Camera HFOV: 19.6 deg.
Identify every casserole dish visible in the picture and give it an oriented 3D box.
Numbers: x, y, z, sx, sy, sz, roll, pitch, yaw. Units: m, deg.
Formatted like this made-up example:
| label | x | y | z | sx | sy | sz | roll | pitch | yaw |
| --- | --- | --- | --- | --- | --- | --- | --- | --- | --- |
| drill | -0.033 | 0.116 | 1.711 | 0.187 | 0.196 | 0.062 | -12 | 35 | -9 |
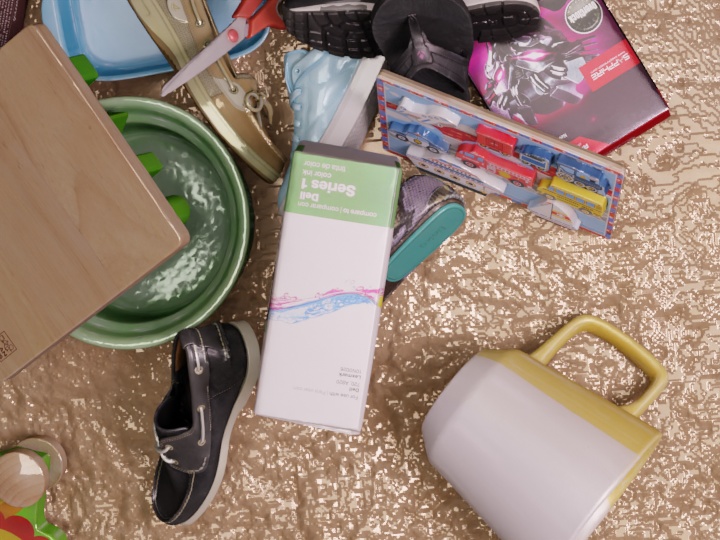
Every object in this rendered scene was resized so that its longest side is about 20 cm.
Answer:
| label | x | y | z | sx | sy | sz | roll | pitch | yaw |
| --- | --- | --- | --- | --- | --- | --- | --- | --- | --- |
| casserole dish | -0.161 | -0.222 | 1.708 | 0.199 | 0.039 | 0.121 | -10 | 90 | 7 |

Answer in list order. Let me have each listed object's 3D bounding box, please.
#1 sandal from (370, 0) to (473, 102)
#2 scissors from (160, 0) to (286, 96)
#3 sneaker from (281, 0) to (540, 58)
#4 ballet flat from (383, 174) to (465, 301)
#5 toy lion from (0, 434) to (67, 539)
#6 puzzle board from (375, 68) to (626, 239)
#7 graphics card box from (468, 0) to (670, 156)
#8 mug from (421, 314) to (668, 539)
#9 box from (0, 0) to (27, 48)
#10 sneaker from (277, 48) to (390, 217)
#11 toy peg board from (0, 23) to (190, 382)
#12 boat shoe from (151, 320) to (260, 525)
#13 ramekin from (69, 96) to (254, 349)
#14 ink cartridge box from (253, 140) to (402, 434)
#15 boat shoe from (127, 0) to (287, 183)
| label | x | y | z | sx | sy | sz | roll | pitch | yaw |
| --- | --- | --- | --- | --- | --- | --- | --- | --- | --- |
| sandal | 0.057 | -0.150 | 1.609 | 0.075 | 0.201 | 0.048 | -13 | 57 | 3 |
| scissors | -0.090 | -0.185 | 1.633 | 0.014 | 0.200 | 0.073 | -12 | 130 | 43 |
| sneaker | 0.037 | -0.223 | 1.628 | 0.199 | 0.076 | 0.088 | -4 | 68 | 0 |
| ballet flat | 0.000 | 0.000 | 1.689 | 0.072 | 0.072 | 0.200 | 43 | 95 | 4 |
| toy lion | -0.330 | 0.227 | 1.731 | 0.200 | 0.069 | 0.192 | 11 | 100 | 6 |
| puzzle board | 0.105 | -0.084 | 1.610 | 0.200 | 0.151 | 0.017 | 23 | 73 | 10 |
| graphics card box | 0.145 | -0.178 | 1.669 | 0.125 | 0.051 | 0.200 | -31 | 87 | 7 |
| mug | 0.141 | 0.134 | 1.651 | 0.153 | 0.187 | 0.150 | 38 | 128 | 13 |
| box | -0.368 | -0.226 | 1.650 | 0.166 | 0.200 | 0.165 | 10 | 93 | 5 |
| sneaker | -0.033 | -0.136 | 1.684 | 0.082 | 0.074 | 0.200 | 25 | 84 | 11 |
| toy peg board | -0.244 | -0.055 | 1.608 | 0.199 | 0.098 | 0.200 | -36 | 86 | 22 |
| boat shoe | -0.141 | 0.124 | 1.667 | 0.072 | 0.067 | 0.200 | 51 | 134 | 39 |
| ramekin | -0.180 | -0.038 | 1.684 | 0.199 | 0.098 | 0.201 | 0 | 91 | 7 |
| ink cartridge box | -0.024 | 0.009 | 1.576 | 0.084 | 0.145 | 0.201 | 9 | 96 | -1 |
| boat shoe | -0.112 | -0.161 | 1.652 | 0.063 | 0.073 | 0.201 | -34 | 78 | 1 |
